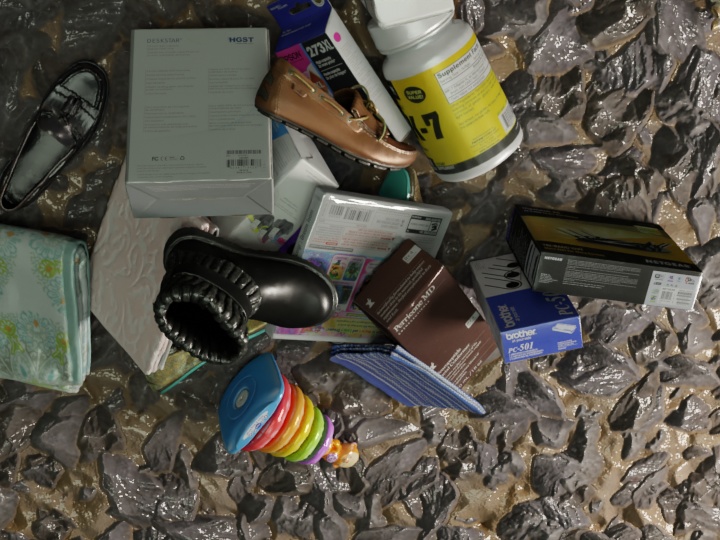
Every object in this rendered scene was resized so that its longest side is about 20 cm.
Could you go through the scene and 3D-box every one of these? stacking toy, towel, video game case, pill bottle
[{"bbox_3d":[-0.078,0.209,1.472,0.199,0.110,0.116,34,103,-29],"label":"stacking toy"},{"bbox_3d":[0.052,0.135,1.403,0.144,0.200,0.024,35,75,-18],"label":"towel"},{"bbox_3d":[0.000,0.000,1.326,0.199,0.024,0.183,5,114,-40],"label":"video game case"},{"bbox_3d":[0.094,-0.212,1.294,0.114,0.114,0.201,-28,112,7],"label":"pill bottle"},{"bbox_3d":[-0.408,0.043,1.364,0.169,0.048,0.202,9,112,10],"label":"towel"},{"bbox_3d":[-0.250,-0.012,1.319,0.032,0.191,0.201,4,117,-45],"label":"towel"}]

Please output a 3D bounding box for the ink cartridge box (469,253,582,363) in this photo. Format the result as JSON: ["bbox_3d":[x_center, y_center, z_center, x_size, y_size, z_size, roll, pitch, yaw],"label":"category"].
[{"bbox_3d":[0.194,0.038,1.360,0.093,0.200,0.045,-12,114,-1],"label":"ink cartridge box"}]

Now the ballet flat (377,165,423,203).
[{"bbox_3d":[0.046,-0.037,1.399,0.065,0.070,0.202,0,119,-35],"label":"ballet flat"}]

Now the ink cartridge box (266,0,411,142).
[{"bbox_3d":[-0.031,-0.223,1.293,0.094,0.037,0.201,-9,121,48],"label":"ink cartridge box"}]

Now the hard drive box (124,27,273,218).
[{"bbox_3d":[-0.173,-0.163,1.242,0.154,0.202,0.077,-1,153,-4],"label":"hard drive box"}]

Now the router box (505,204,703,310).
[{"bbox_3d":[0.288,-0.018,1.370,0.198,0.158,0.053,7,112,-9],"label":"router box"}]

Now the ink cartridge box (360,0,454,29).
[{"bbox_3d":[0.031,-0.348,1.183,0.084,0.200,0.147,-12,114,0],"label":"ink cartridge box"}]

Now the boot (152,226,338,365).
[{"bbox_3d":[-0.115,0.039,1.182,0.209,0.158,0.080,16,112,-17],"label":"boot"}]

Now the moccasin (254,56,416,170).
[{"bbox_3d":[-0.018,-0.167,1.223,0.200,0.074,0.078,25,96,-27],"label":"moccasin"}]

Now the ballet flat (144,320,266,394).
[{"bbox_3d":[-0.189,0.081,1.420,0.199,0.071,0.071,-31,112,8],"label":"ballet flat"}]

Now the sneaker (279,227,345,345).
[{"bbox_3d":[-0.050,0.004,1.377,0.069,0.100,0.201,-22,114,2],"label":"sneaker"}]

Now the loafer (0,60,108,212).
[{"bbox_3d":[-0.353,-0.147,1.306,0.072,0.063,0.201,33,106,-17],"label":"loafer"}]

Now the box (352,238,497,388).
[{"bbox_3d":[0.084,0.061,1.365,0.100,0.075,0.200,-48,138,-5],"label":"box"}]

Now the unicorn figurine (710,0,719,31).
[{"bbox_3d":[0.489,-0.286,1.319,0.137,0.074,0.201,-33,107,-3],"label":"unicorn figurine"}]

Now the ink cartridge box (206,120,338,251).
[{"bbox_3d":[-0.130,-0.073,1.324,0.200,0.115,0.068,-45,130,14],"label":"ink cartridge box"}]
